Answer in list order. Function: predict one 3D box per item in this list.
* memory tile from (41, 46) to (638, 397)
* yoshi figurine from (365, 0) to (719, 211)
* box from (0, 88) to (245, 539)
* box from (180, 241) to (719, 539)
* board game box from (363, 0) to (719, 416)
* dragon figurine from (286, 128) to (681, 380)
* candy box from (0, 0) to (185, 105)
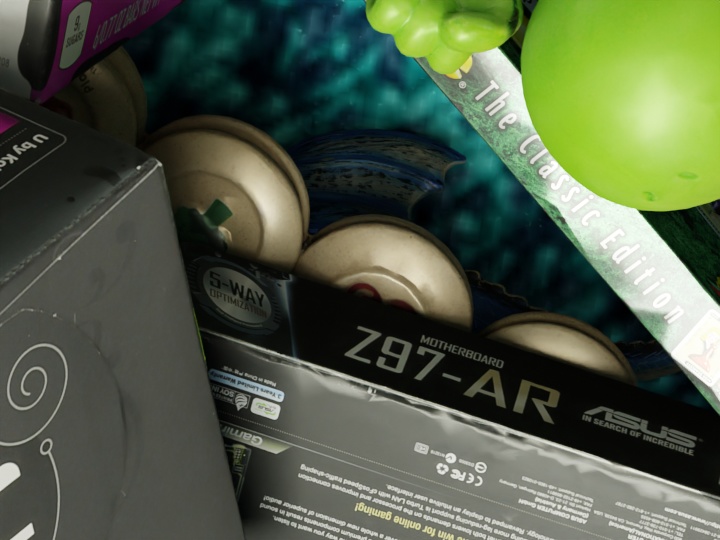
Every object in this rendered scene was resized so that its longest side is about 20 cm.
[{"bbox_3d":[-0.039,0.036,0.776,0.199,0.017,0.154,30,118,-2],"label":"memory tile"},{"bbox_3d":[0.047,-0.094,0.630,0.112,0.112,0.200,-33,91,-15],"label":"yoshi figurine"},{"bbox_3d":[-0.142,0.030,0.678,0.199,0.124,0.149,24,140,33],"label":"box"},{"bbox_3d":[0.023,0.098,0.755,0.199,0.044,0.161,17,118,4],"label":"box"},{"bbox_3d":[0.045,-0.055,0.739,0.023,0.105,0.200,-36,102,24],"label":"board game box"},{"bbox_3d":[0.000,0.000,0.792,0.199,0.059,0.100,-7,113,16],"label":"dragon figurine"},{"bbox_3d":[-0.059,-0.156,0.698,0.061,0.136,0.201,17,114,12],"label":"candy box"}]
